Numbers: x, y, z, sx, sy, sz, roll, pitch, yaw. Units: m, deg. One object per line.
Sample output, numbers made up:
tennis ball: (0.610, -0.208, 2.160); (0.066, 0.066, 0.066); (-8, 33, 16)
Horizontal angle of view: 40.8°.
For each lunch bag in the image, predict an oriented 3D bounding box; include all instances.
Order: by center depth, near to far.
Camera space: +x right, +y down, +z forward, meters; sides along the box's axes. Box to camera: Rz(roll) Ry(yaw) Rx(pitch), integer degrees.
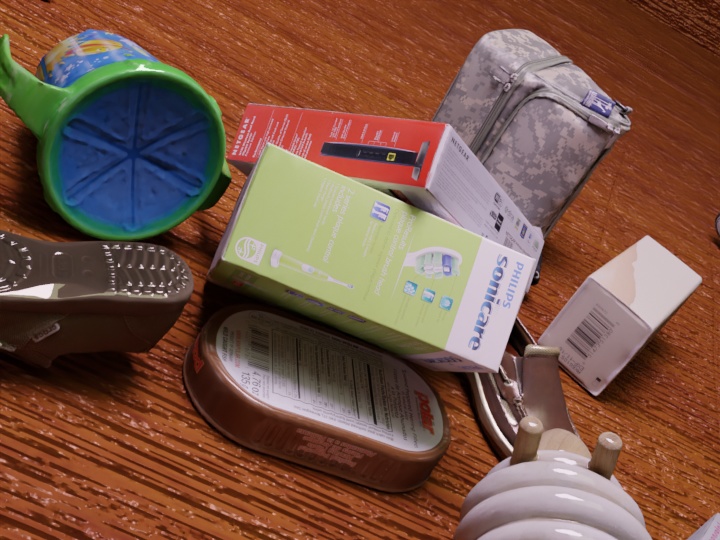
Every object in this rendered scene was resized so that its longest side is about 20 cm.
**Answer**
lunch bag: (0.169, -0.133, 1.021); (0.167, 0.201, 0.139); (41, 31, 16)

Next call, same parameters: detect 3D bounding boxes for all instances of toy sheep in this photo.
toy sheep: (0.116, 0.179, 0.586); (0.137, 0.138, 0.201); (29, 41, -7)

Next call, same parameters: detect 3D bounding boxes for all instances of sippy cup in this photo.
sippy cup: (-0.185, -0.113, 0.726); (0.139, 0.179, 0.130); (-28, 44, -13)

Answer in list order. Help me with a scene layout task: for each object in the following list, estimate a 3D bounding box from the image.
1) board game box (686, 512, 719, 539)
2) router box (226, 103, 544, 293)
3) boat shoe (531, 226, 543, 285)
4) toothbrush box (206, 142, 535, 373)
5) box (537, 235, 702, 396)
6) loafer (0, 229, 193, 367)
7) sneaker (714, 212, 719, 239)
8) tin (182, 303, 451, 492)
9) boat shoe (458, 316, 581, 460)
board game box: (0.286, 0.285, 0.665); (0.200, 0.064, 0.147); (46, 31, 17)
router box: (0.024, -0.053, 0.748); (0.178, 0.049, 0.200); (13, -14, 33)
boat shoe: (0.104, -0.016, 0.925); (0.198, 0.068, 0.057); (2, 80, -36)
toothbrush box: (0.000, 0.000, 0.691); (0.198, 0.087, 0.146); (24, -10, -9)
box: (0.264, 0.040, 0.970); (0.078, 0.095, 0.199); (42, 29, 16)
loafer: (-0.201, 0.020, 0.574); (0.198, 0.068, 0.076); (6, 33, -14)
sneaker: (0.580, -0.014, 1.372); (0.085, 0.078, 0.200); (-6, 48, -47)
tin: (-0.025, 0.087, 0.675); (0.198, 0.042, 0.113); (22, 36, -21)
boat shoe: (0.131, 0.090, 0.782); (0.074, 0.075, 0.203); (5, 41, -40)
